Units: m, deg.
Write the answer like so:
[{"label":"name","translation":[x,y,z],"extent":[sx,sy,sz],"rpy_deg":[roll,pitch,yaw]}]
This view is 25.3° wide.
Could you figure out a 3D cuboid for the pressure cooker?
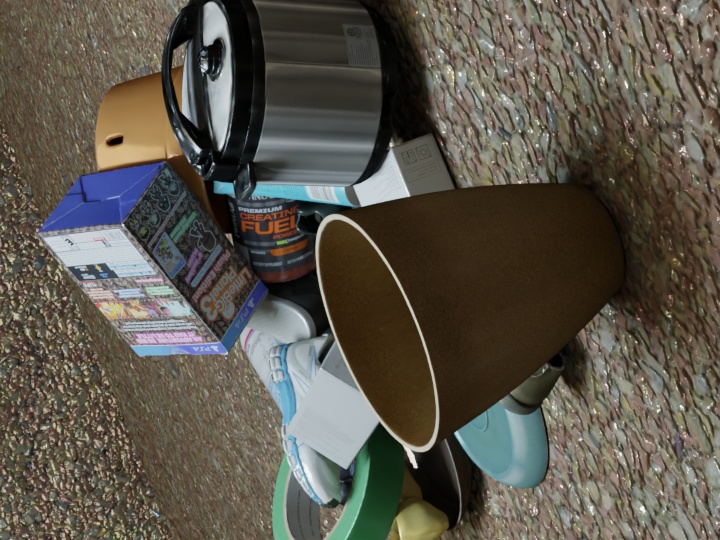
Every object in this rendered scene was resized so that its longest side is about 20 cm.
[{"label":"pressure cooker","translation":[-0.084,-0.167,1.455],"extent":[0.176,0.198,0.181],"rpy_deg":[-129,44,-55]}]

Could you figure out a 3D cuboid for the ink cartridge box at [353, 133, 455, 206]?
[{"label":"ink cartridge box","translation":[0.066,-0.013,1.483],"extent":[0.202,0.050,0.109],"rpy_deg":[67,157,5]}]

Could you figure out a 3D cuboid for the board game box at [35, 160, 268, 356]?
[{"label":"board game box","translation":[-0.229,-0.008,1.768],"extent":[0.158,0.097,0.201],"rpy_deg":[-3,133,43]}]

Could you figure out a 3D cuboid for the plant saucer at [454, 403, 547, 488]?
[{"label":"plant saucer","translation":[0.115,0.121,1.543],"extent":[0.201,0.027,0.201],"rpy_deg":[54,157,36]}]

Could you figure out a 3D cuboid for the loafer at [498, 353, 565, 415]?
[{"label":"loafer","translation":[0.122,0.021,1.377],"extent":[0.069,0.075,0.202],"rpy_deg":[-37,72,37]}]

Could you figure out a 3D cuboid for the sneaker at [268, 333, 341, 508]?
[{"label":"sneaker","translation":[-0.039,0.153,1.708],"extent":[0.075,0.086,0.202],"rpy_deg":[46,-154,-57]}]

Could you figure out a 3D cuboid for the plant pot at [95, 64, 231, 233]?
[{"label":"plant pot","translation":[-0.212,-0.145,1.825],"extent":[0.200,0.138,0.203],"rpy_deg":[2,-90,-75]}]

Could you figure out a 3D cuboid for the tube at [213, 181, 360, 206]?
[{"label":"tube","translation":[-0.079,-0.105,1.658],"extent":[0.198,0.050,0.079],"rpy_deg":[12,103,35]}]

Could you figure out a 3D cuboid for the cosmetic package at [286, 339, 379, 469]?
[{"label":"cosmetic package","translation":[-0.001,0.108,1.597],"extent":[0.081,0.113,0.200],"rpy_deg":[30,152,3]}]

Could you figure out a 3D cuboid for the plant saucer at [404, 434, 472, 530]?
[{"label":"plant saucer","translation":[0.068,0.180,1.723],"extent":[0.201,0.032,0.201],"rpy_deg":[53,156,36]}]

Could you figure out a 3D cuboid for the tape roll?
[{"label":"tape roll","translation":[-0.027,0.237,1.751],"extent":[0.200,0.048,0.203],"rpy_deg":[-37,43,45]}]

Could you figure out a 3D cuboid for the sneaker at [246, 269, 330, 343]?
[{"label":"sneaker","translation":[-0.091,0.022,1.854],"extent":[0.199,0.099,0.071],"rpy_deg":[26,130,39]}]

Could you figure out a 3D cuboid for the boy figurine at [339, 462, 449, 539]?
[{"label":"boy figurine","translation":[0.036,0.262,1.757],"extent":[0.200,0.064,0.126],"rpy_deg":[-146,45,-62]}]

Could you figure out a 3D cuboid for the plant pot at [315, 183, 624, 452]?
[{"label":"plant pot","translation":[0.095,0.013,1.218],"extent":[0.187,0.198,0.188],"rpy_deg":[54,156,37]}]

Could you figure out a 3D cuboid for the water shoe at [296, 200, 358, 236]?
[{"label":"water shoe","translation":[0.000,0.000,1.641],"extent":[0.201,0.078,0.072],"rpy_deg":[55,158,33]}]

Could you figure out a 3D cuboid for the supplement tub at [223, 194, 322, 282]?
[{"label":"supplement tub","translation":[-0.102,-0.095,1.773],"extent":[0.107,0.106,0.202],"rpy_deg":[42,148,51]}]

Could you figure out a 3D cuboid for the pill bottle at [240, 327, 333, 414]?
[{"label":"pill bottle","translation":[-0.076,0.096,1.903],"extent":[0.201,0.108,0.109],"rpy_deg":[56,157,33]}]
